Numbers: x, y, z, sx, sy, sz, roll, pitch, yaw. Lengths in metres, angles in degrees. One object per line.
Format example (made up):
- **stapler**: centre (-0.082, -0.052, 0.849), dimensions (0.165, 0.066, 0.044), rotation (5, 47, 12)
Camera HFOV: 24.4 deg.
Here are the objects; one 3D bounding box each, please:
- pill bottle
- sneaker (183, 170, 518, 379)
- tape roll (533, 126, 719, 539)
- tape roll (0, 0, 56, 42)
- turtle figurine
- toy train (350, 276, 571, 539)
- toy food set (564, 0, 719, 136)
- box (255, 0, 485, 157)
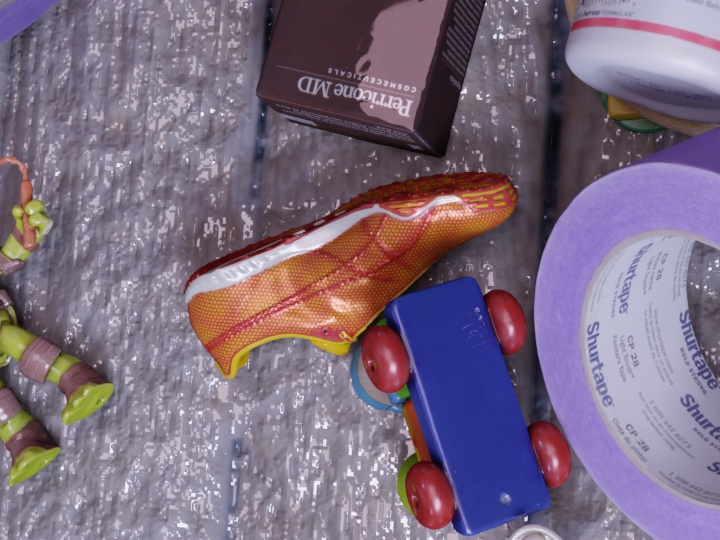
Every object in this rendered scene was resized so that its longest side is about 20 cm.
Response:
- **pill bottle**: centre (0.177, -0.182, 0.821), dimensions (0.108, 0.109, 0.202), rotation (16, 87, 18)
- **sneaker**: centre (0.000, 0.000, 0.930), dimensions (0.198, 0.073, 0.078), rotation (-23, 98, 16)
- **tape roll**: centre (0.182, 0.035, 0.793), dimensions (0.199, 0.084, 0.202), rotation (25, 125, 42)
- **tape roll**: centre (-0.229, -0.220, 0.943), dimensions (0.085, 0.200, 0.200), rotation (42, 95, 18)
- **turtle figurine**: centre (-0.233, 0.047, 0.984), dimensions (0.200, 0.064, 0.161), rotation (-44, 80, -3)
- **toy train**: centre (0.053, 0.113, 0.869), dimensions (0.084, 0.116, 0.202), rotation (-16, 83, -20)
- **toy food set**: centre (0.202, -0.167, 0.894), dimensions (0.196, 0.049, 0.202), rotation (-1, 82, 17)
- **box**: centre (0.020, -0.175, 0.938), dimensions (0.099, 0.075, 0.202), rotation (14, 88, 18)
